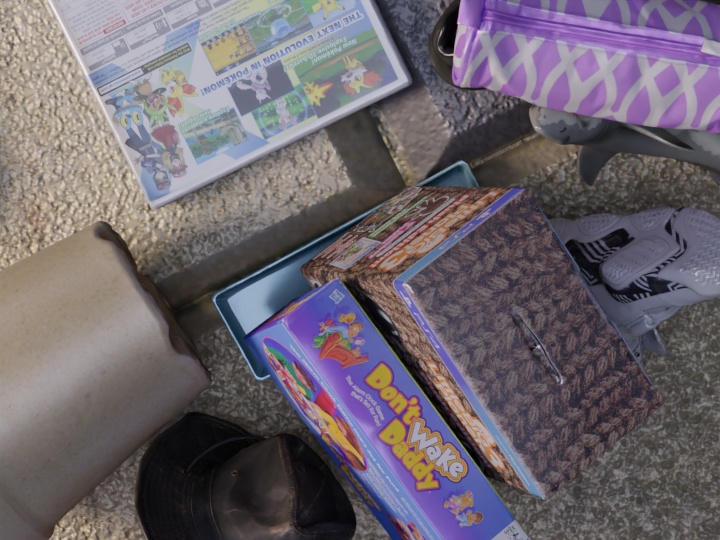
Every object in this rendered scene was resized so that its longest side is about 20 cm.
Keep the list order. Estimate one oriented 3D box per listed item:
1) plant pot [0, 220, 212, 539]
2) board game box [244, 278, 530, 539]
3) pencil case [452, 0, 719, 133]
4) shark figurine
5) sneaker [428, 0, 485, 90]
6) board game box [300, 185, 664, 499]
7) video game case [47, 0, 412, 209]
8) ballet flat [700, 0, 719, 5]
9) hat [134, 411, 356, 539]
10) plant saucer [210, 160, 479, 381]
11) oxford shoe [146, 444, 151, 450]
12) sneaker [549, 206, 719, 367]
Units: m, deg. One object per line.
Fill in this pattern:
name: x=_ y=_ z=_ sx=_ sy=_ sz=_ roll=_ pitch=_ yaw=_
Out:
plant pot: x=-0.208 y=0.070 z=1.302 sx=0.183 sy=0.200 sz=0.201 roll=-35 pitch=95 yaw=-2
board game box: x=0.014 y=0.105 z=1.247 sx=0.045 sy=0.134 sz=0.200 roll=-37 pitch=93 yaw=-14
pencil case: x=0.154 y=-0.133 z=1.197 sx=0.199 sy=0.086 sz=0.084 roll=8 pitch=94 yaw=-2
shark figurine: x=0.192 y=-0.074 z=1.307 sx=0.214 sy=0.128 sz=0.090 roll=24 pitch=126 yaw=-17
sneaker: x=0.129 y=-0.186 z=1.272 sx=0.200 sy=0.091 sz=0.076 roll=-39 pitch=85 yaw=8
board game box: x=0.070 y=0.039 z=1.233 sx=0.097 sy=0.200 sz=0.160 roll=-37 pitch=103 yaw=-14
video game case: x=-0.092 y=-0.165 z=1.329 sx=0.200 sy=0.022 sz=0.183 roll=-25 pitch=96 yaw=7
ballet flat: x=0.226 y=-0.181 z=1.251 sx=0.072 sy=0.072 sz=0.200 roll=-34 pitch=117 yaw=9
hat: x=-0.052 y=0.163 z=1.281 sx=0.081 sy=0.201 sz=0.201 roll=-31 pitch=96 yaw=23
plant saucer: x=0.000 y=0.000 z=1.349 sx=0.200 sy=0.019 sz=0.070 roll=-28 pitch=96 yaw=9
oxford shoe: x=-0.079 y=0.197 z=1.357 sx=0.070 sy=0.075 sz=0.200 roll=-41 pitch=93 yaw=11
sneaker: x=0.180 y=0.025 z=1.269 sx=0.075 sy=0.200 sz=0.115 roll=-45 pitch=117 yaw=-32
